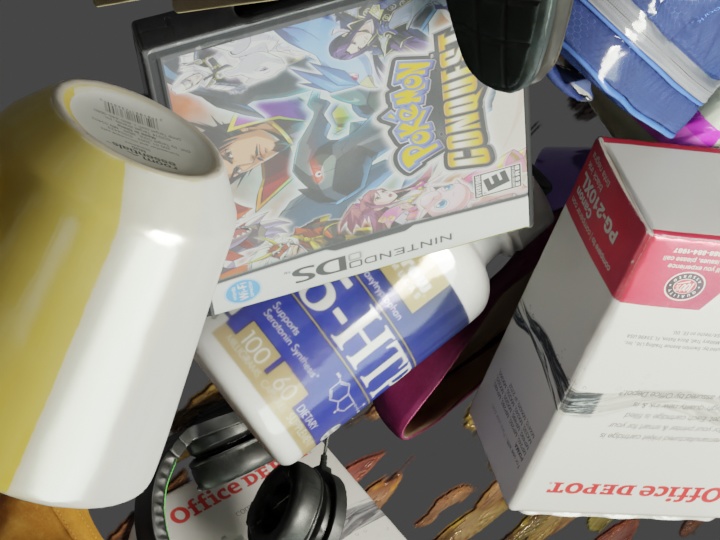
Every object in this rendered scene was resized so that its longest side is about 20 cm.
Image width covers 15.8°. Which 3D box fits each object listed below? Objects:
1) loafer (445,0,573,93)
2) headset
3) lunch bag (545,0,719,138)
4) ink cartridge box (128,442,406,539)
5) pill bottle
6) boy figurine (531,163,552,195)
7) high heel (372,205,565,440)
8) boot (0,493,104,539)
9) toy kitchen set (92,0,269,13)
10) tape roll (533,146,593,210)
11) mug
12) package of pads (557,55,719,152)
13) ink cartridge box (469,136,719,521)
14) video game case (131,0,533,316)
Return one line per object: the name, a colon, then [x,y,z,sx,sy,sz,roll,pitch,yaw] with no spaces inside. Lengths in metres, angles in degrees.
loafer: [0.083,-0.177,1.128,0.072,0.073,0.201,-13,117,-44]
headset: [-0.064,0.131,1.591,0.200,0.124,0.094,-48,-167,-34]
lunch bag: [0.134,-0.150,1.297,0.132,0.136,0.200,-43,161,10]
ink cartridge box: [-0.040,0.215,1.666,0.146,0.200,0.083,-27,153,-33]
pill bottle: [0.000,0.000,1.397,0.200,0.120,0.120,-39,160,-5]
boy figurine: [0.019,0.003,1.523,0.200,0.064,0.124,-49,161,16]
high heel: [0.098,0.030,1.449,0.200,0.096,0.067,-25,134,10]
boot: [-0.182,0.178,1.412,0.071,0.144,0.201,-27,157,-30]
toy kitchen set: [-0.003,-0.209,1.024,0.163,0.181,0.200,-19,-169,-39]
tape roll: [0.154,0.023,1.603,0.085,0.201,0.200,2,166,14]
mug: [-0.138,0.003,1.131,0.186,0.149,0.153,-14,137,-61]
package of pads: [0.209,-0.145,1.417,0.200,0.155,0.068,-45,132,16]
ink cartridge box: [0.163,0.035,1.388,0.144,0.084,0.200,4,129,-25]
video game case: [-0.007,-0.067,1.237,0.180,0.026,0.200,-15,142,-7]
